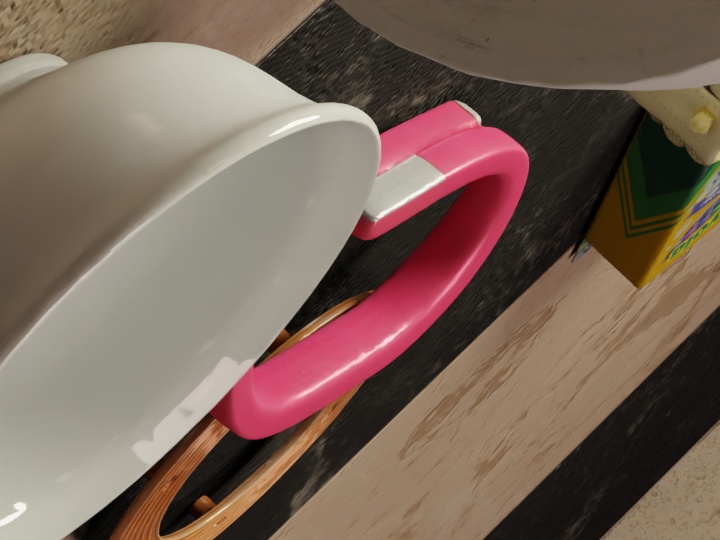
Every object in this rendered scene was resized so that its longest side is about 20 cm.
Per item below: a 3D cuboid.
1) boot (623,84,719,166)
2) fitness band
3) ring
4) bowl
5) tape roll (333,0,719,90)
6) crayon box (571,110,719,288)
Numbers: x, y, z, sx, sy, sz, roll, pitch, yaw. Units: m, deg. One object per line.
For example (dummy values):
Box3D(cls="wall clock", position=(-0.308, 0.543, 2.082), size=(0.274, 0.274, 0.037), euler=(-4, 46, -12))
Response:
Box3D(cls="boot", position=(0.080, -0.112, 0.872), size=(0.073, 0.155, 0.200), euler=(-45, 166, -4))
Box3D(cls="fitness band", position=(0.000, 0.000, 1.184), size=(0.200, 0.037, 0.144), euler=(-29, 153, -47))
Box3D(cls="ring", position=(-0.057, 0.080, 1.313), size=(0.200, 0.019, 0.200), euler=(-44, 166, -13))
Box3D(cls="bowl", position=(-0.094, -0.002, 0.810), size=(0.201, 0.090, 0.201), euler=(-42, 166, -13))
Box3D(cls="tape roll", position=(0.062, -0.143, 0.640), size=(0.202, 0.202, 0.071), euler=(-50, 165, 17))
Box3D(cls="crayon box", position=(0.207, -0.071, 1.596), size=(0.126, 0.052, 0.200), euler=(-39, 165, -27))
